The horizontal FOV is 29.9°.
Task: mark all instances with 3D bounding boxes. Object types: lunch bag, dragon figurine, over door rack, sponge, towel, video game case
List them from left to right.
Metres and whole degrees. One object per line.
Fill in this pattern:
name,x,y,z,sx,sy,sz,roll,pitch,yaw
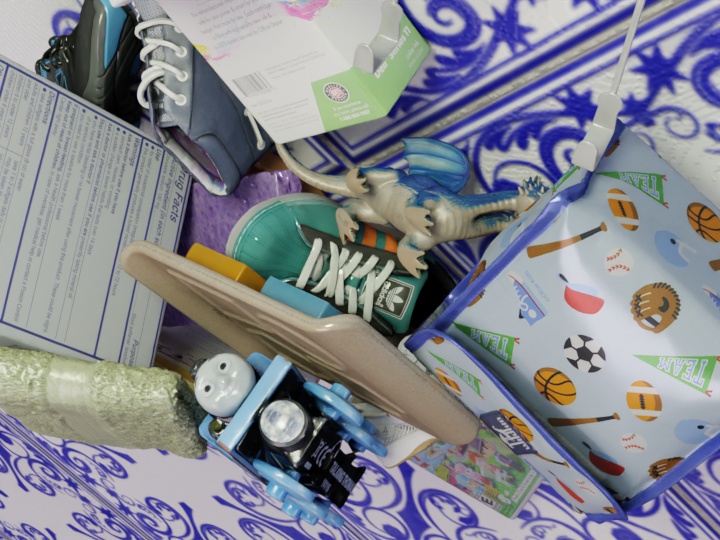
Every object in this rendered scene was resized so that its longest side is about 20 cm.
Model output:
towel,-0.180,0.098,0.944,0.148,0.037,0.200,7,162,2
sponge,-0.113,-0.014,1.032,0.200,0.030,0.112,-3,98,45
dragon figurine,0.037,-0.052,0.905,0.200,0.099,0.059,25,125,31
video game case,0.082,0.131,1.173,0.182,0.022,0.200,30,149,8
over door rack,0.088,-0.172,0.683,0.147,0.067,0.201,25,127,15
lunch bag,0.134,0.046,0.786,0.170,0.124,0.200,44,134,1

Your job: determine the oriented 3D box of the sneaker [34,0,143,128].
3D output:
sneaker,-0.208,-0.148,1.005,0.082,0.073,0.200,31,149,2

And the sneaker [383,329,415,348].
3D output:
sneaker,-0.009,0.059,1.036,0.199,0.076,0.070,16,167,8

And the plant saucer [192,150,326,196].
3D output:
plant saucer,-0.085,-0.038,1.085,0.200,0.032,0.201,25,148,17

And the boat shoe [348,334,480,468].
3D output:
boat shoe,0.052,0.075,0.939,0.069,0.071,0.200,46,136,-3

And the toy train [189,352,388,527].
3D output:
toy train,-0.053,0.111,0.916,0.114,0.087,0.200,30,169,18

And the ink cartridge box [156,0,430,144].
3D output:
ink cartridge box,-0.063,-0.179,0.831,0.117,0.067,0.200,-7,131,49

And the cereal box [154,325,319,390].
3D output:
cereal box,-0.123,0.078,1.150,0.143,0.200,0.040,28,106,12

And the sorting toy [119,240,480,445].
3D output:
sorting toy,-0.036,0.042,0.875,0.199,0.037,0.185,17,164,39

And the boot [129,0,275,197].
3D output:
boot,-0.121,-0.147,0.908,0.073,0.090,0.200,-4,133,46

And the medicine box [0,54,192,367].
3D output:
medicine box,-0.234,-0.026,0.950,0.103,0.183,0.200,-8,154,41

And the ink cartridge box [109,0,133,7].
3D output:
ink cartridge box,-0.162,-0.240,0.726,0.173,0.043,0.201,-2,117,61

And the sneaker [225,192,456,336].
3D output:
sneaker,0.000,0.000,0.936,0.200,0.072,0.080,11,-161,-45
